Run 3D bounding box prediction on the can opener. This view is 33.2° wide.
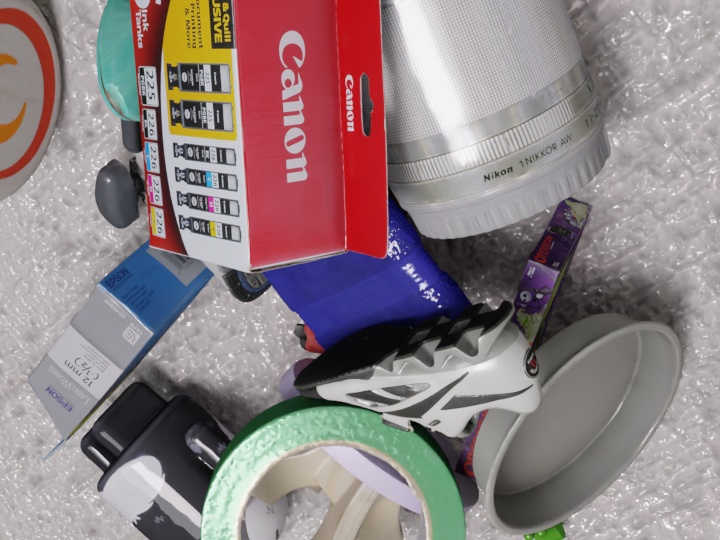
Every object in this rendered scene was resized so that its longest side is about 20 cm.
[{"bbox_3d":[-0.181,-0.095,0.973,0.053,0.067,0.200,41,155,14],"label":"can opener"}]

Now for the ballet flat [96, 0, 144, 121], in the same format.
[{"bbox_3d":[-0.144,-0.193,0.874,0.070,0.200,0.067,-21,135,22],"label":"ballet flat"}]

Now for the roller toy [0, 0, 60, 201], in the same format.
[{"bbox_3d":[-0.347,-0.147,0.974,0.140,0.200,0.183,11,125,17],"label":"roller toy"}]

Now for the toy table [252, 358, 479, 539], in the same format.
[{"bbox_3d":[-0.011,0.174,1.028,0.200,0.184,0.117,38,110,-8],"label":"toy table"}]

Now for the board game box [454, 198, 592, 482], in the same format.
[{"bbox_3d":[0.125,0.054,0.932,0.032,0.120,0.200,24,122,15],"label":"board game box"}]

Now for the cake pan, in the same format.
[{"bbox_3d":[0.162,0.113,0.920,0.037,0.200,0.200,42,131,38],"label":"cake pan"}]

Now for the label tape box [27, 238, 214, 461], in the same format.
[{"bbox_3d":[-0.217,0.059,1.056,0.066,0.143,0.200,43,123,-4],"label":"label tape box"}]

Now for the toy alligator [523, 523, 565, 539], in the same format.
[{"bbox_3d":[0.145,0.203,1.041,0.059,0.054,0.200,-22,106,30],"label":"toy alligator"}]

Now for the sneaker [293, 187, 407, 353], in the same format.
[{"bbox_3d":[0.016,-0.003,0.976,0.098,0.071,0.200,24,124,9],"label":"sneaker"}]

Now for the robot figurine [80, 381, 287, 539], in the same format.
[{"bbox_3d":[-0.160,0.195,1.120,0.200,0.150,0.125,42,90,-2],"label":"robot figurine"}]

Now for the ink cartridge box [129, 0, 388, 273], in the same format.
[{"bbox_3d":[-0.068,-0.107,0.779,0.176,0.084,0.200,12,109,50],"label":"ink cartridge box"}]

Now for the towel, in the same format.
[{"bbox_3d":[0.000,0.000,0.901,0.148,0.050,0.200,-26,106,45],"label":"towel"}]

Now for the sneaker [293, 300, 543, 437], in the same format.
[{"bbox_3d":[0.038,0.085,0.852,0.200,0.074,0.089,-12,115,42],"label":"sneaker"}]

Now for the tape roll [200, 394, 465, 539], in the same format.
[{"bbox_3d":[-0.021,0.194,0.927,0.200,0.048,0.201,0,99,0],"label":"tape roll"}]

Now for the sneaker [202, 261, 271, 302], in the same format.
[{"bbox_3d":[-0.131,-0.054,0.967,0.087,0.075,0.200,34,157,36],"label":"sneaker"}]

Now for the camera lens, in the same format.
[{"bbox_3d":[0.068,-0.142,0.829,0.160,0.160,0.200,-15,110,27],"label":"camera lens"}]
